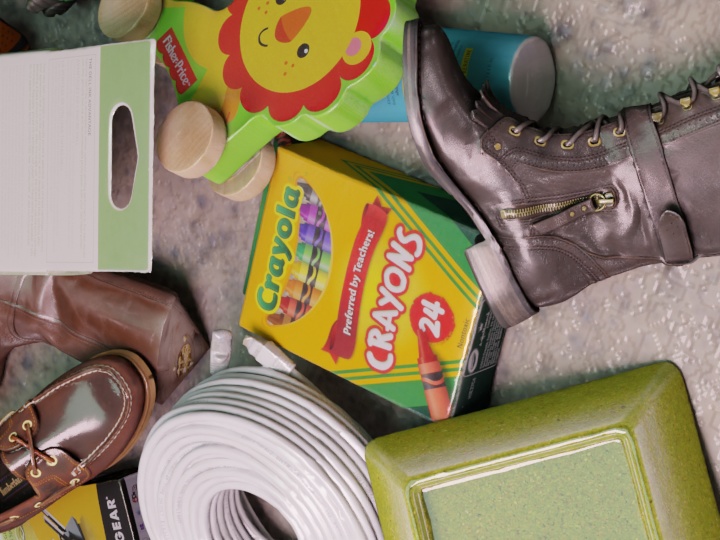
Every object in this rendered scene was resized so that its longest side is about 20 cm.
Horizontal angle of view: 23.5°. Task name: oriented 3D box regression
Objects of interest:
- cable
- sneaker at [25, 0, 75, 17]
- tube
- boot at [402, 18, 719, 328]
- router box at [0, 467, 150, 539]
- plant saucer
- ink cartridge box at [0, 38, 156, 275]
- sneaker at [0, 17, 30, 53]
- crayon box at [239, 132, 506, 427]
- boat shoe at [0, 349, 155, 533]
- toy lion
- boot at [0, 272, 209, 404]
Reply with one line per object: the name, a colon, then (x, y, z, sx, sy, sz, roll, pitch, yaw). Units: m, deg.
cable: (-0.055, 0.161, 1.124, 0.200, 0.069, 0.201, 35, 130, 17)
sneaker: (-0.235, -0.280, 1.195, 0.085, 0.078, 0.201, -35, 88, 27)
tube: (0.023, -0.121, 1.061, 0.199, 0.050, 0.078, 7, 92, 37)
boot: (0.127, -0.073, 0.958, 0.173, 0.069, 0.201, -22, 104, 14)
router box: (-0.192, 0.251, 1.267, 0.157, 0.052, 0.201, -14, 90, 35)
plant saucer: (0.109, 0.172, 0.995, 0.198, 0.048, 0.201, -16, 80, 14)
ink cartridge box: (-0.187, -0.070, 1.114, 0.199, 0.048, 0.147, 1, 90, 38)
sneaker: (-0.271, -0.109, 1.244, 0.077, 0.112, 0.201, 13, 140, 19)
crayon box: (0.000, 0.000, 1.092, 0.199, 0.051, 0.128, 24, 112, 29)
boat shoe: (-0.220, 0.127, 1.192, 0.200, 0.070, 0.071, -43, 79, 29)
toy lion: (-0.056, -0.154, 1.075, 0.192, 0.069, 0.201, -42, 53, 18)
boot: (-0.206, 0.061, 1.240, 0.199, 0.064, 0.187, 20, 134, 14)
